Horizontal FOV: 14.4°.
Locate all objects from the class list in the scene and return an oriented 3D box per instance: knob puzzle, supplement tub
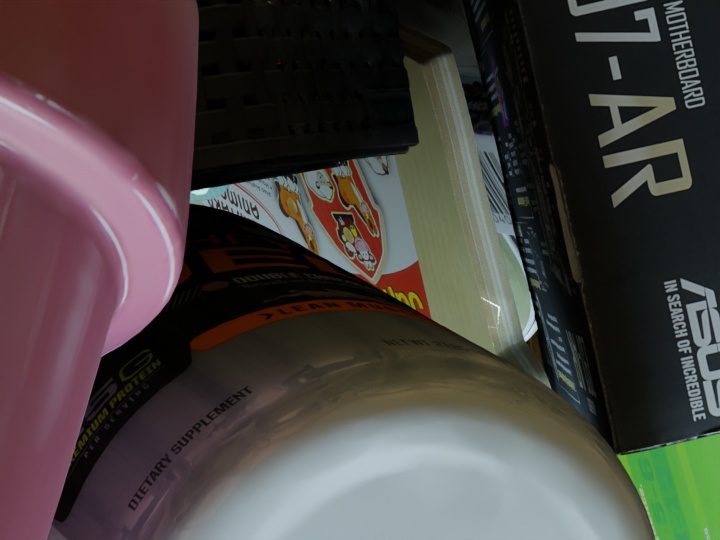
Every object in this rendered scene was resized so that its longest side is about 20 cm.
[{"bbox_3d":[0.000,0.000,0.811,0.030,0.220,0.220,-28,-171,-24],"label":"knob puzzle"},{"bbox_3d":[-0.030,0.054,0.630,0.122,0.123,0.200,-10,-163,-23],"label":"supplement tub"}]

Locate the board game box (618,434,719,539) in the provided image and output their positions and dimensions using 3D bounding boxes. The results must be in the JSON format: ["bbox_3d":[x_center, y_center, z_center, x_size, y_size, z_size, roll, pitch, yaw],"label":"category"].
[{"bbox_3d":[0.087,0.077,0.694,0.030,0.096,0.200,-13,-178,-16],"label":"board game box"}]

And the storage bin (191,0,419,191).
[{"bbox_3d":[-0.101,-0.055,0.667,0.200,0.094,0.135,-8,-179,20],"label":"storage bin"}]

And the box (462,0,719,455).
[{"bbox_3d":[0.054,-0.046,0.666,0.044,0.160,0.200,-13,180,0],"label":"box"}]

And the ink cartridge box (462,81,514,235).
[{"bbox_3d":[0.111,-0.092,0.934,0.109,0.050,0.200,10,-129,50],"label":"ink cartridge box"}]

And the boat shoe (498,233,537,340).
[{"bbox_3d":[-0.021,-0.028,0.955,0.072,0.200,0.062,-48,-164,22],"label":"boat shoe"}]

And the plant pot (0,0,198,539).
[{"bbox_3d":[-0.132,0.028,0.474,0.200,0.179,0.200,2,158,1],"label":"plant pot"}]

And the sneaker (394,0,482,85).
[{"bbox_3d":[0.064,-0.103,0.838,0.200,0.076,0.091,-6,165,39],"label":"sneaker"}]

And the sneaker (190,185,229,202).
[{"bbox_3d":[-0.103,-0.018,0.836,0.086,0.078,0.200,15,162,-28],"label":"sneaker"}]
